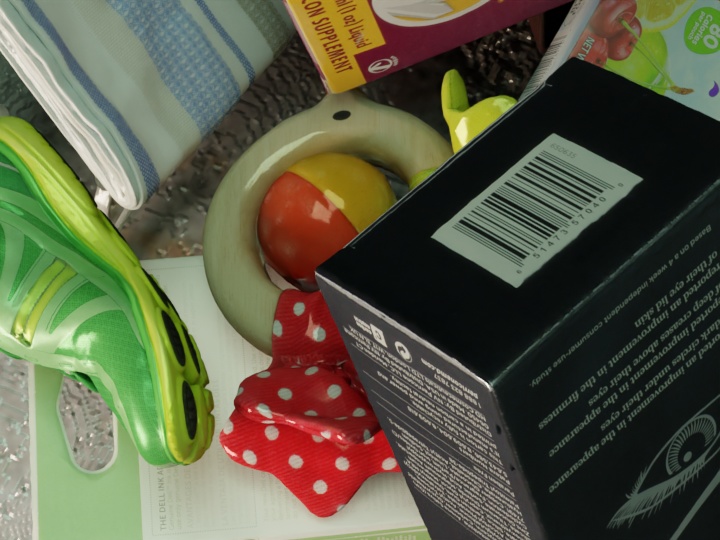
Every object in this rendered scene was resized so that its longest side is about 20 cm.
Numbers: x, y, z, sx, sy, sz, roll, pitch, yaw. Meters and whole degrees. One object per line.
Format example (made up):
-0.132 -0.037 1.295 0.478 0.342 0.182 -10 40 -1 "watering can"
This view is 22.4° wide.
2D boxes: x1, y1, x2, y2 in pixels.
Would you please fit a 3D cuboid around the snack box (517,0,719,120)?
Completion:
0.184 -0.124 0.860 0.142 0.053 0.200 31 85 -11 "snack box"

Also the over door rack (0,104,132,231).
-0.162 -0.087 0.916 0.148 0.067 0.200 28 72 14 "over door rack"

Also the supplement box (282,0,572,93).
0.050 -0.176 0.775 0.200 0.131 0.103 -22 66 5 "supplement box"

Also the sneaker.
-0.131 0.020 0.808 0.084 0.074 0.200 -37 60 -4 "sneaker"

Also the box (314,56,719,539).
0.092 0.044 0.729 0.148 0.200 0.104 -39 44 -19 "box"

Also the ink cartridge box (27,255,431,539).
-0.051 0.062 0.849 0.199 0.048 0.146 -6 67 0 "ink cartridge box"

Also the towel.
-0.089 -0.139 0.816 0.024 0.147 0.200 -12 30 43 "towel"

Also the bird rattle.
0.000 0.000 0.819 0.200 0.113 0.163 -49 58 -1 "bird rattle"

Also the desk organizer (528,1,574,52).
0.173 -0.184 0.925 0.199 0.072 0.077 -16 69 -1 "desk organizer"
